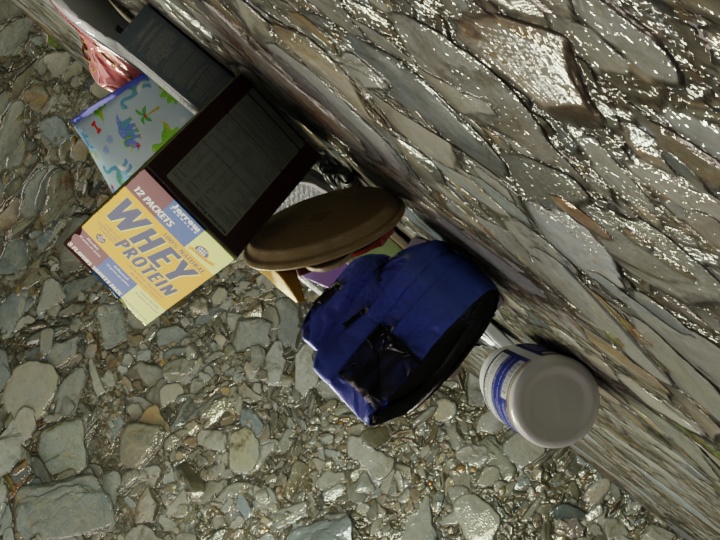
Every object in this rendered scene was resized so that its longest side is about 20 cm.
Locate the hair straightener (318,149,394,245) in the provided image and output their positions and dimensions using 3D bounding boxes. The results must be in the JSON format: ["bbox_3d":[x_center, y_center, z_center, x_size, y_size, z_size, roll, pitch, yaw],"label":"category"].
[{"bbox_3d":[-0.019,-0.094,1.441,0.077,0.041,0.200,37,176,28],"label":"hair straightener"}]

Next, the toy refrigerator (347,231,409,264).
[{"bbox_3d":[0.059,0.007,1.613,0.200,0.076,0.070,41,-179,-24],"label":"toy refrigerator"}]

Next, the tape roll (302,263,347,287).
[{"bbox_3d":[0.000,0.000,1.741,0.200,0.066,0.200,19,-175,-2],"label":"tape roll"}]

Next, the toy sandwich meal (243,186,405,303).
[{"bbox_3d":[-0.037,-0.029,1.286,0.205,0.205,0.070,32,144,64],"label":"toy sandwich meal"}]

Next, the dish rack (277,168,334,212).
[{"bbox_3d":[-0.104,-0.101,1.526,0.171,0.044,0.200,-4,168,22],"label":"dish rack"}]

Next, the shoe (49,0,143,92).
[{"bbox_3d":[-0.361,-0.314,1.607,0.200,0.091,0.072,37,-137,-26],"label":"shoe"}]

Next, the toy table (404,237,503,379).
[{"bbox_3d":[0.085,0.041,1.488,0.184,0.117,0.200,39,178,-7],"label":"toy table"}]

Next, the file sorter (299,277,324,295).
[{"bbox_3d":[-0.041,-0.011,2.105,0.139,0.125,0.200,38,176,-2],"label":"file sorter"}]

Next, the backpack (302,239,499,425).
[{"bbox_3d":[0.047,0.053,1.320,0.168,0.200,0.162,45,-168,8],"label":"backpack"}]

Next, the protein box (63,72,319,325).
[{"bbox_3d":[-0.188,-0.079,1.320,0.135,0.200,0.198,46,135,-11],"label":"protein box"}]

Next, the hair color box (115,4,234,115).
[{"bbox_3d":[-0.198,-0.228,1.420,0.200,0.061,0.099,40,177,-10],"label":"hair color box"}]

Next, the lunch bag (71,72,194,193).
[{"bbox_3d":[-0.258,-0.181,1.567,0.200,0.127,0.170,-23,101,40],"label":"lunch bag"}]

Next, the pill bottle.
[{"bbox_3d":[0.223,0.154,1.514,0.116,0.116,0.200,39,178,-9],"label":"pill bottle"}]

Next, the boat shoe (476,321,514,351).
[{"bbox_3d":[0.157,0.091,1.789,0.199,0.068,0.074,35,176,46],"label":"boat shoe"}]
